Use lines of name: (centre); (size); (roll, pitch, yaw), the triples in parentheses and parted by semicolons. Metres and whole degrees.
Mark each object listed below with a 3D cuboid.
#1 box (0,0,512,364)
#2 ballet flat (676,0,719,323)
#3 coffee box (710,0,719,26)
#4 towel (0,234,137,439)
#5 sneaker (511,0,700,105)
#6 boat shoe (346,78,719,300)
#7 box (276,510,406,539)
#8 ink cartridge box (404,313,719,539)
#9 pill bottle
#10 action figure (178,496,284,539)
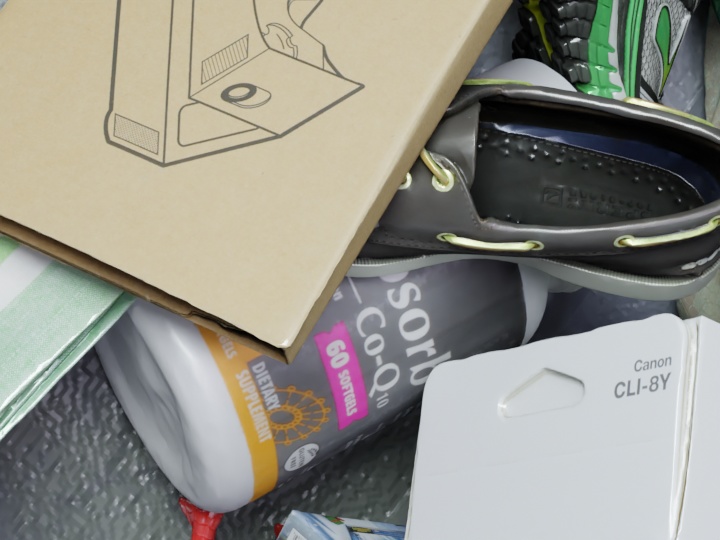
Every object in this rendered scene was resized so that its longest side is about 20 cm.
box: (-0.043, -0.082, 0.681); (0.163, 0.021, 0.201); (23, 68, 22)
ballet flat: (0.185, -0.063, 0.869); (0.067, 0.062, 0.202); (9, 86, -21)
coffee box: (0.149, -0.208, 0.771); (0.044, 0.201, 0.124); (-10, 53, -2)
towel: (-0.180, -0.023, 0.695); (0.200, 0.023, 0.153); (38, 73, 16)
sneaker: (0.110, -0.100, 0.791); (0.085, 0.078, 0.201); (-27, 137, -11)
boat shoe: (0.038, -0.037, 0.691); (0.200, 0.061, 0.072); (6, 63, -6)
box: (0.069, 0.162, 0.728); (0.136, 0.200, 0.040); (16, 106, -48)
ink cartridge box: (0.134, 0.094, 0.716); (0.199, 0.145, 0.084); (22, 66, -32)
pill bottle: (0.000, 0.000, 0.766); (0.199, 0.116, 0.117); (-28, 99, -19)
action figure: (-0.071, 0.194, 0.772); (0.065, 0.052, 0.201); (18, 83, -16)
